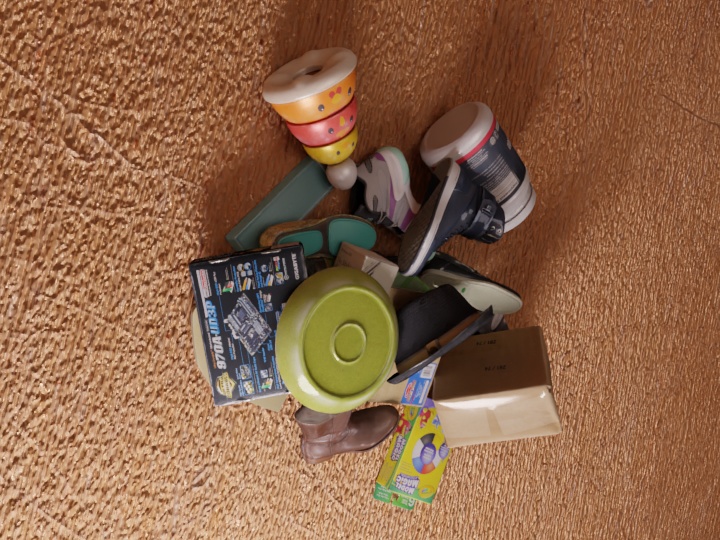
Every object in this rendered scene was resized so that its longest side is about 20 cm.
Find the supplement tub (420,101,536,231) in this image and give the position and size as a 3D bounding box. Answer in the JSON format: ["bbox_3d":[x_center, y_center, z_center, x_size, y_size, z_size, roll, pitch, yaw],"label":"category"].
[{"bbox_3d":[0.208,-0.176,1.132,0.200,0.139,0.141,48,70,-29],"label":"supplement tub"}]

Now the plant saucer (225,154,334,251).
[{"bbox_3d":[-0.115,-0.093,0.992,0.200,0.019,0.070,-49,120,-21],"label":"plant saucer"}]

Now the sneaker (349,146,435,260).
[{"bbox_3d":[0.035,-0.087,1.063,0.138,0.077,0.203,-29,96,-25],"label":"sneaker"}]

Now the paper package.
[{"bbox_3d":[0.233,0.197,1.121,0.192,0.196,0.105,-70,144,-61],"label":"paper package"}]

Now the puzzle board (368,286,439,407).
[{"bbox_3d":[0.069,0.128,1.072,0.148,0.017,0.204,10,107,-25],"label":"puzzle board"}]

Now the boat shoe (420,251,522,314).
[{"bbox_3d":[0.203,0.020,1.164,0.196,0.072,0.068,20,47,-9],"label":"boat shoe"}]

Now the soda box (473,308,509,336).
[{"bbox_3d":[0.254,0.146,1.253,0.071,0.063,0.202,-40,117,-24],"label":"soda box"}]

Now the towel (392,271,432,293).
[{"bbox_3d":[0.050,0.103,1.081,0.149,0.031,0.201,39,93,-29],"label":"towel"}]

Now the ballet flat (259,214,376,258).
[{"bbox_3d":[-0.066,-0.051,0.987,0.197,0.070,0.072,-11,102,-38],"label":"ballet flat"}]

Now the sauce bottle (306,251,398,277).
[{"bbox_3d":[0.000,0.000,1.054,0.197,0.064,0.066,-8,101,-34],"label":"sauce bottle"}]

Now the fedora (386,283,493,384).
[{"bbox_3d":[0.104,0.086,0.996,0.199,0.201,0.092,-30,81,-28],"label":"fedora"}]

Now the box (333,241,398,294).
[{"bbox_3d":[-0.021,0.068,0.974,0.067,0.082,0.204,16,97,-34],"label":"box"}]

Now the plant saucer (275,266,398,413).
[{"bbox_3d":[-0.021,0.098,0.889,0.196,0.031,0.205,-2,94,-32],"label":"plant saucer"}]

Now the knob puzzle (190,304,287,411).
[{"bbox_3d":[-0.166,0.096,0.968,0.216,0.030,0.225,-7,104,-29],"label":"knob puzzle"}]

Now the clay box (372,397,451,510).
[{"bbox_3d":[0.106,0.336,1.182,0.114,0.047,0.204,28,79,-34],"label":"clay box"}]

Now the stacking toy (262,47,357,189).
[{"bbox_3d":[-0.047,-0.212,0.966,0.146,0.145,0.202,-40,127,-24],"label":"stacking toy"}]

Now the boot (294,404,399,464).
[{"bbox_3d":[-0.013,0.220,0.995,0.183,0.065,0.202,-23,148,-18],"label":"boot"}]

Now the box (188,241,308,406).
[{"bbox_3d":[-0.140,0.074,0.896,0.155,0.046,0.205,-10,98,-3],"label":"box"}]

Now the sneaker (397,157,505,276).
[{"bbox_3d":[0.151,-0.055,1.035,0.145,0.077,0.205,34,75,-24],"label":"sneaker"}]
